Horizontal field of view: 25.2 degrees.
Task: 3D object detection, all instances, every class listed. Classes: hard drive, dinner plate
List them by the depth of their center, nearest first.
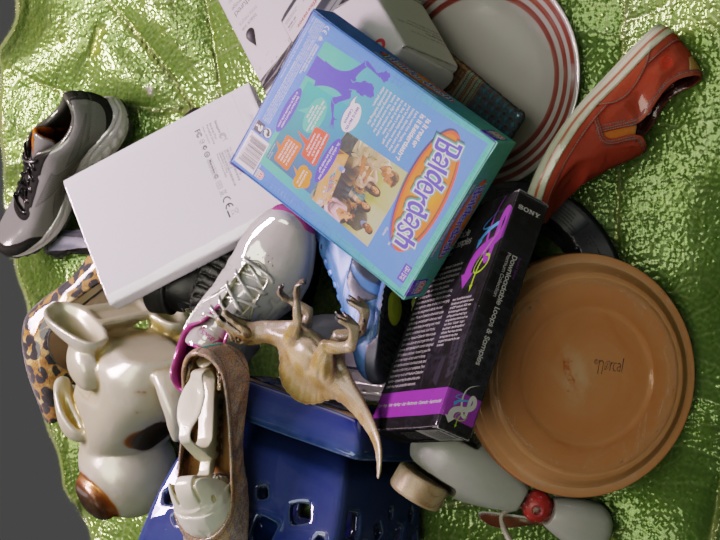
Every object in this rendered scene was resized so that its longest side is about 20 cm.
[{"bbox_3d":[0.104,-0.170,1.431,0.198,0.024,0.203,1,92,27],"label":"dinner plate"},{"bbox_3d":[-0.162,-0.068,1.476,0.199,0.027,0.133,-26,73,8],"label":"hard drive"}]

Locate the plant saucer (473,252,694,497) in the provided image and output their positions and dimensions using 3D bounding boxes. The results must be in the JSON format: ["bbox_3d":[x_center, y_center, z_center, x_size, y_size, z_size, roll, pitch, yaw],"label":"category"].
[{"bbox_3d":[0.183,0.086,1.327,0.198,0.032,0.203,0,91,-11],"label":"plant saucer"}]

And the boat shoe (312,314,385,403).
[{"bbox_3d":[0.031,0.089,1.426,0.198,0.072,0.066,5,127,24],"label":"boat shoe"}]

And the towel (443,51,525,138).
[{"bbox_3d":[0.045,-0.094,1.431,0.147,0.022,0.201,44,109,29],"label":"towel"}]

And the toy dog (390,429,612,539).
[{"bbox_3d":[0.114,0.178,1.387,0.132,0.096,0.200,-41,101,5],"label":"toy dog"}]

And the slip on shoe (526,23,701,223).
[{"bbox_3d":[0.206,-0.112,1.334,0.061,0.074,0.200,41,88,14],"label":"slip on shoe"}]

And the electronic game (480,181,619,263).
[{"bbox_3d":[0.139,0.023,1.407,0.198,0.041,0.202,6,102,32],"label":"electronic game"}]

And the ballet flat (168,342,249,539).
[{"bbox_3d":[-0.131,0.158,1.334,0.067,0.067,0.202,-7,76,24],"label":"ballet flat"}]

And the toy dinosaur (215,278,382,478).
[{"bbox_3d":[-0.027,0.073,1.335,0.199,0.058,0.102,38,115,23],"label":"toy dinosaur"}]

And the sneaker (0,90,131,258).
[{"bbox_3d":[-0.315,-0.101,1.614,0.201,0.079,0.074,-53,48,17],"label":"sneaker"}]

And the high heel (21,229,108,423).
[{"bbox_3d":[-0.263,0.054,1.601,0.141,0.071,0.202,0,83,34],"label":"high heel"}]

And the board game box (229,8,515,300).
[{"bbox_3d":[0.007,-0.096,1.324,0.200,0.045,0.153,38,109,20],"label":"board game box"}]

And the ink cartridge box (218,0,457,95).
[{"bbox_3d":[-0.023,-0.212,1.433,0.145,0.084,0.201,-43,57,25],"label":"ink cartridge box"}]

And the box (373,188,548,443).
[{"bbox_3d":[0.079,0.041,1.304,0.036,0.143,0.202,23,76,-17],"label":"box"}]

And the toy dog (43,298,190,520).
[{"bbox_3d":[-0.214,0.141,1.545,0.193,0.139,0.202,33,127,35],"label":"toy dog"}]

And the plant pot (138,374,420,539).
[{"bbox_3d":[-0.054,0.197,1.432,0.198,0.200,0.182,16,91,27],"label":"plant pot"}]

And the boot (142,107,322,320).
[{"bbox_3d":[-0.108,-0.045,1.512,0.156,0.079,0.213,6,79,17],"label":"boot"}]

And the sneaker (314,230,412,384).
[{"bbox_3d":[0.000,0.000,1.390,0.078,0.066,0.202,-5,75,22],"label":"sneaker"}]

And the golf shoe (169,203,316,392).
[{"bbox_3d":[-0.103,0.032,1.402,0.075,0.092,0.201,34,118,5],"label":"golf shoe"}]
